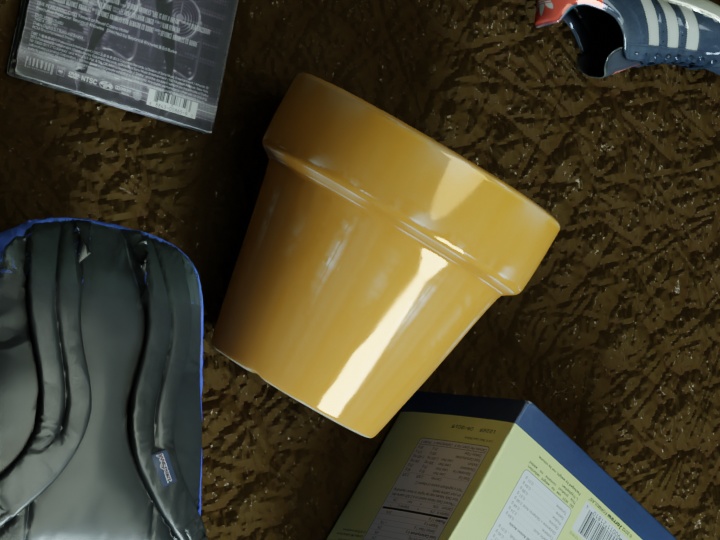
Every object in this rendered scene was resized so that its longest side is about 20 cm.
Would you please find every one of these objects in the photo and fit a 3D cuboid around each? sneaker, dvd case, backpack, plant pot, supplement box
[{"bbox_3d":[0.209,-0.170,1.670,0.199,0.075,0.085,26,74,-22],"label":"sneaker"},{"bbox_3d":[-0.143,-0.205,1.461,0.148,0.016,0.201,15,83,-32],"label":"dvd case"},{"bbox_3d":[-0.190,0.072,1.339,0.162,0.167,0.201,10,79,-36],"label":"backpack"},{"bbox_3d":[0.000,0.000,1.468,0.200,0.200,0.184,30,90,-31],"label":"plant pot"},{"bbox_3d":[0.089,0.223,1.549,0.200,0.134,0.200,43,68,-27],"label":"supplement box"}]
